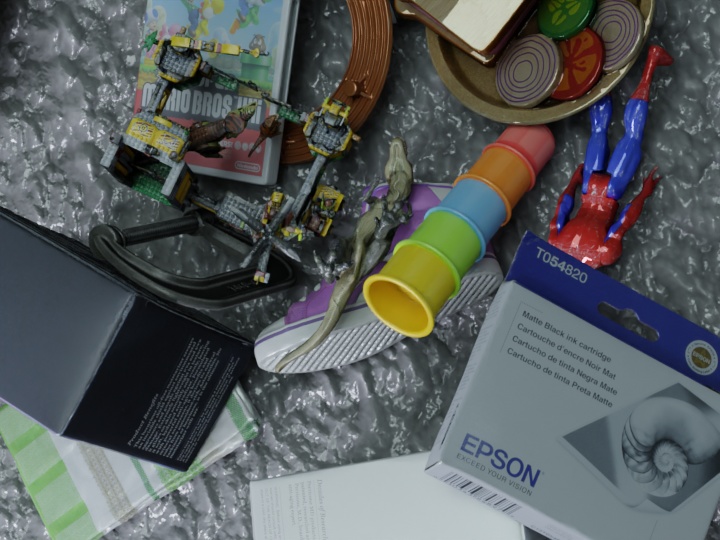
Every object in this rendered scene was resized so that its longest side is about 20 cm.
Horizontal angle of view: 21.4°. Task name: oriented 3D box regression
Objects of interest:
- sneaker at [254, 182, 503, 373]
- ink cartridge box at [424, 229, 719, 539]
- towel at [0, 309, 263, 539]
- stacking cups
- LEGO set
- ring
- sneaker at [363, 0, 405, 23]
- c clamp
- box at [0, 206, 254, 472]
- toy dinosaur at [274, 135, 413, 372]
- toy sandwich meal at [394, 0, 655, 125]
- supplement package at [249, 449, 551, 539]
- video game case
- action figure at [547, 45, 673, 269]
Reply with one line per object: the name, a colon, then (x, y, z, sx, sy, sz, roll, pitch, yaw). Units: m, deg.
sneaker: (0.000, 0.000, 1.472, 0.200, 0.073, 0.115, -23, 66, 1)
ink cartridge box: (0.168, 0.094, 1.321, 0.199, 0.041, 0.201, 27, 66, -8)
towel: (-0.187, 0.120, 1.529, 0.200, 0.031, 0.149, -35, 66, 11)
stacking cups: (0.078, -0.042, 1.405, 0.060, 0.061, 0.200, 24, 57, 23)
LEGO set: (-0.101, -0.097, 1.437, 0.200, 0.116, 0.154, 34, 86, 4)
ring: (-0.063, -0.185, 1.528, 0.200, 0.019, 0.201, 1, 92, 33)
sneaker: (0.034, -0.300, 1.539, 0.115, 0.076, 0.201, -19, 79, 5)
c clamp: (-0.138, -0.018, 1.462, 0.170, 0.200, 0.027, 30, 110, 15)
box: (-0.222, 0.045, 1.437, 0.200, 0.198, 0.124, 28, 88, 26)
toy dinosaur: (-0.002, -0.014, 1.395, 0.047, 0.088, 0.200, 30, 76, 4)
toy sandwich meal: (0.122, -0.209, 1.432, 0.204, 0.070, 0.206, -6, 76, 24)
supplement package: (0.036, 0.199, 1.379, 0.199, 0.117, 0.118, -12, 73, 17)
video game case: (-0.117, -0.177, 1.539, 0.143, 0.017, 0.201, 11, 97, 31)
action figure: (0.185, -0.069, 1.431, 0.065, 0.052, 0.201, 13, 80, 26)
